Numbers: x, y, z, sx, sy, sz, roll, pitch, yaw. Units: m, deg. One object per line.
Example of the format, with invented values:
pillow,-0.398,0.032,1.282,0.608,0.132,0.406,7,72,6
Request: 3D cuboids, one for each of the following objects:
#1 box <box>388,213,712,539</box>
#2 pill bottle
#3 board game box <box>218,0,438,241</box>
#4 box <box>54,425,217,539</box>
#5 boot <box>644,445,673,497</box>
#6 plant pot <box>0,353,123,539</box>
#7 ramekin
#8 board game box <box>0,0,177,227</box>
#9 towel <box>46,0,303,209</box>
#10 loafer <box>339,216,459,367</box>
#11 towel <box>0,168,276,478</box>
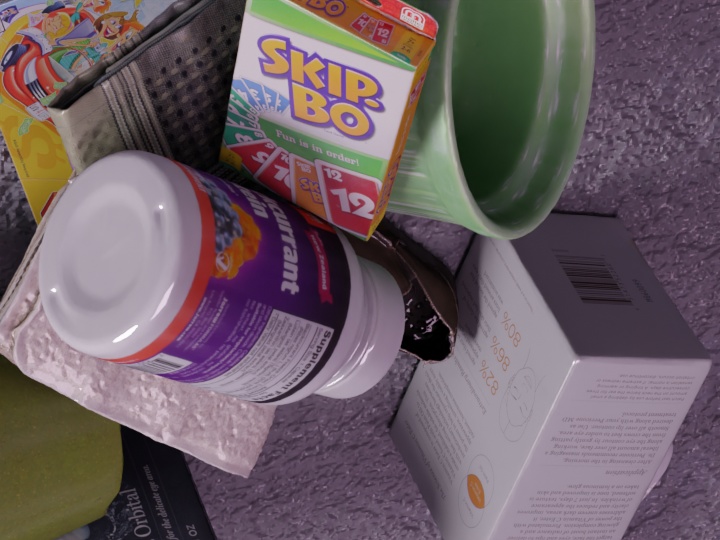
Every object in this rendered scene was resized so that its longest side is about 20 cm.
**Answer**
box,0.120,0.085,1.683,0.106,0.152,0.200,3,129,-27
pill bottle,-0.069,0.011,1.406,0.200,0.112,0.111,20,120,-47
board game box,-0.019,-0.091,1.333,0.095,0.030,0.200,28,149,7
box,-0.188,0.213,1.624,0.199,0.197,0.118,-12,133,-14
boot,0.159,0.179,1.853,0.200,0.074,0.095,-37,141,21
plant pot,-0.251,0.109,1.532,0.190,0.200,0.200,-13,135,-32
ramekin,0.049,-0.121,1.442,0.097,0.200,0.200,6,143,27
board game box,-0.143,-0.101,1.480,0.134,0.034,0.200,-22,135,-6
towel,-0.073,-0.079,1.450,0.192,0.035,0.200,-36,137,-17
loafer,0.000,0.000,1.609,0.200,0.071,0.073,28,114,-40
towel,-0.114,0.029,1.511,0.200,0.034,0.133,28,87,-33
